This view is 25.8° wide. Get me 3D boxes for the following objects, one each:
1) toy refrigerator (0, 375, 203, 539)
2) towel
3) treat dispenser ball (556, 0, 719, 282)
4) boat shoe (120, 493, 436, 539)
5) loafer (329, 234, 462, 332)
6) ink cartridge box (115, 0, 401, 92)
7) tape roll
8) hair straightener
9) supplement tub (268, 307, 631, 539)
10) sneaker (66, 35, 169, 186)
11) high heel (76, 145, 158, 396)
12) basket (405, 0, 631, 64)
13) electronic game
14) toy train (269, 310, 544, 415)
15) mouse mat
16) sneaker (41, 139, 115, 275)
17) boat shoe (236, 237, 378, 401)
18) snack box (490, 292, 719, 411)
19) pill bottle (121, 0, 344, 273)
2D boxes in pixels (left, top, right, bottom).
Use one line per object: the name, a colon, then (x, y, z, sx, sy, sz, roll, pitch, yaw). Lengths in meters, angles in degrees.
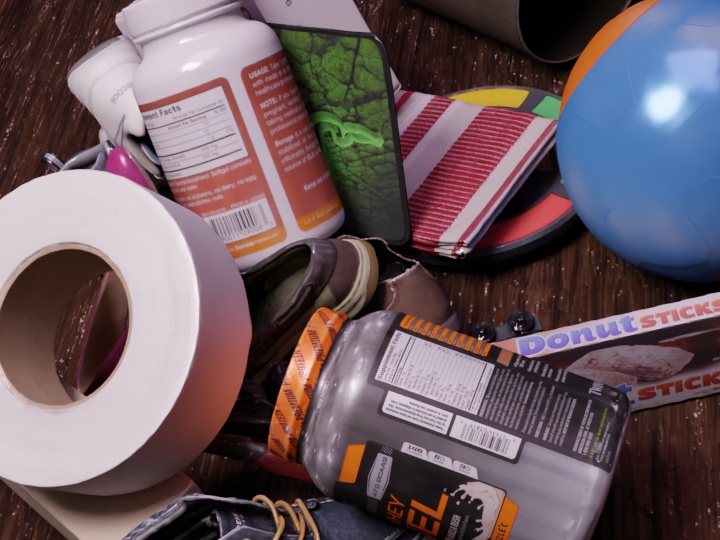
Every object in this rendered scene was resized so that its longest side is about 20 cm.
toy refrigerator: (-0.185, 0.141, 1.069, 0.200, 0.070, 0.076, 29, 67, 39)
towel: (0.040, -0.080, 1.205, 0.200, 0.023, 0.144, 16, 56, 39)
treat dispenser ball: (0.234, -0.092, 1.074, 0.200, 0.201, 0.201, -9, 43, 9)
boat shoe: (-0.049, 0.170, 0.975, 0.200, 0.091, 0.071, -23, 43, -6)
loafer: (0.000, 0.000, 1.129, 0.073, 0.071, 0.200, -32, 29, -26)
ink cartridge box: (-0.084, -0.175, 1.259, 0.084, 0.145, 0.200, -44, 26, -28)
tape roll: (-0.173, 0.041, 0.999, 0.202, 0.071, 0.203, -5, 77, 22)
hair straightener: (-0.070, 0.097, 1.048, 0.199, 0.041, 0.077, 9, 53, 1)
supplement tub: (0.053, 0.099, 0.953, 0.199, 0.123, 0.123, 19, 51, 9)
sneaker: (-0.166, -0.103, 1.239, 0.074, 0.200, 0.087, -38, 69, 0)
high heel: (-0.175, 0.006, 1.107, 0.096, 0.200, 0.067, -23, 48, -16)
basket: (0.115, -0.272, 1.358, 0.200, 0.136, 0.180, 22, 51, 39)
electronic game: (0.091, -0.077, 1.223, 0.199, 0.042, 0.200, -9, 43, 9)
toy train: (0.035, 0.078, 1.088, 0.199, 0.034, 0.046, -18, 53, -1)
mouse mat: (-0.047, -0.105, 1.165, 0.200, 0.161, 0.008, 13, 32, 40)
sneaker: (-0.173, -0.030, 1.204, 0.200, 0.114, 0.076, 26, 64, 38)
boat shoe: (-0.075, 0.031, 1.084, 0.201, 0.066, 0.072, -33, 48, 34)
snack box: (0.155, 0.065, 1.031, 0.199, 0.072, 0.024, -13, 41, 5)
pill bottle: (-0.094, -0.106, 1.121, 0.112, 0.201, 0.112, -20, 11, 4)
